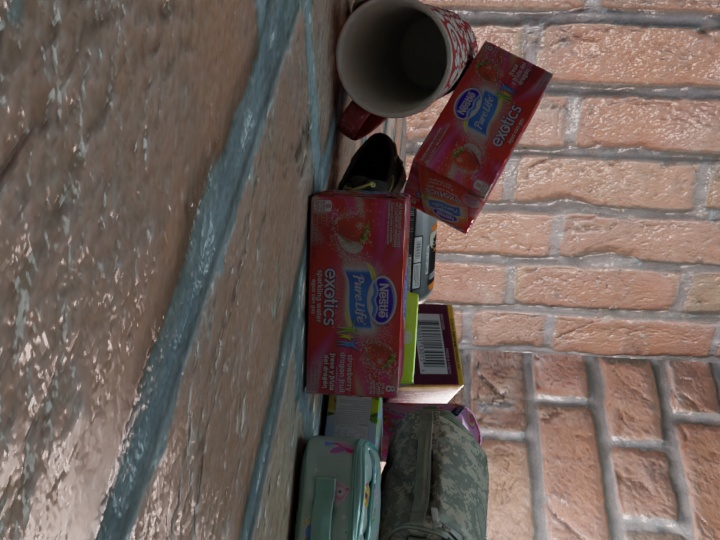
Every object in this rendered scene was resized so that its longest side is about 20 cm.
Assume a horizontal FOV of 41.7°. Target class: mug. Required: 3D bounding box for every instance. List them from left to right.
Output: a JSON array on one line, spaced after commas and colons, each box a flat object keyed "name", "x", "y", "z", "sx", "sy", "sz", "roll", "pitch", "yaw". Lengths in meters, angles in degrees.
[{"name": "mug", "x": 0.048, "y": -0.251, "z": 1.136, "sx": 0.134, "sy": 0.177, "sz": 0.200, "roll": 66, "pitch": 24, "yaw": -6}]

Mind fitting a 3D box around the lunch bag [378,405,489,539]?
[{"name": "lunch bag", "x": 0.083, "y": 0.284, "z": 1.130, "sx": 0.200, "sy": 0.139, "sz": 0.168, "roll": -80, "pitch": 163, "yaw": -49}]

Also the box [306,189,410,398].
[{"name": "box", "x": -0.001, "y": 0.021, "z": 0.960, "sx": 0.100, "sy": 0.095, "sz": 0.200, "roll": -52, "pitch": 145, "yaw": -80}]

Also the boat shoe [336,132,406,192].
[{"name": "boat shoe", "x": 0.002, "y": -0.085, "z": 1.083, "sx": 0.201, "sy": 0.072, "sz": 0.061, "roll": -69, "pitch": 149, "yaw": -49}]

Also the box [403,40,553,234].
[{"name": "box", "x": 0.139, "y": -0.159, "z": 1.136, "sx": 0.200, "sy": 0.095, "sz": 0.103, "roll": -59, "pitch": 173, "yaw": -23}]

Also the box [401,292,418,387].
[{"name": "box", "x": 0.029, "y": 0.100, "z": 1.279, "sx": 0.200, "sy": 0.048, "sz": 0.122, "roll": 145, "pitch": -49, "yaw": -68}]

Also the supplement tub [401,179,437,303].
[{"name": "supplement tub", "x": 0.053, "y": -0.029, "z": 1.427, "sx": 0.123, "sy": 0.122, "sz": 0.200, "roll": -77, "pitch": 169, "yaw": -67}]

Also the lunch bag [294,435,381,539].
[{"name": "lunch bag", "x": -0.023, "y": 0.267, "z": 0.938, "sx": 0.160, "sy": 0.077, "sz": 0.200, "roll": 77, "pitch": 16, "yaw": -74}]

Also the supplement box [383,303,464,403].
[{"name": "supplement box", "x": 0.068, "y": 0.146, "z": 1.412, "sx": 0.200, "sy": 0.103, "sz": 0.131, "roll": 118, "pitch": -30, "yaw": -58}]

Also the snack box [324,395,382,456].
[{"name": "snack box", "x": -0.011, "y": 0.243, "z": 1.138, "sx": 0.169, "sy": 0.068, "sz": 0.200, "roll": 87, "pitch": 7, "yaw": -58}]

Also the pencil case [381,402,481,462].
[{"name": "pencil case", "x": 0.067, "y": 0.226, "z": 1.301, "sx": 0.087, "sy": 0.200, "sz": 0.088, "roll": 8, "pitch": 80, "yaw": -49}]

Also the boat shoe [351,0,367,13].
[{"name": "boat shoe", "x": 0.025, "y": -0.295, "z": 1.248, "sx": 0.200, "sy": 0.072, "sz": 0.068, "roll": 84, "pitch": 5, "yaw": -73}]
